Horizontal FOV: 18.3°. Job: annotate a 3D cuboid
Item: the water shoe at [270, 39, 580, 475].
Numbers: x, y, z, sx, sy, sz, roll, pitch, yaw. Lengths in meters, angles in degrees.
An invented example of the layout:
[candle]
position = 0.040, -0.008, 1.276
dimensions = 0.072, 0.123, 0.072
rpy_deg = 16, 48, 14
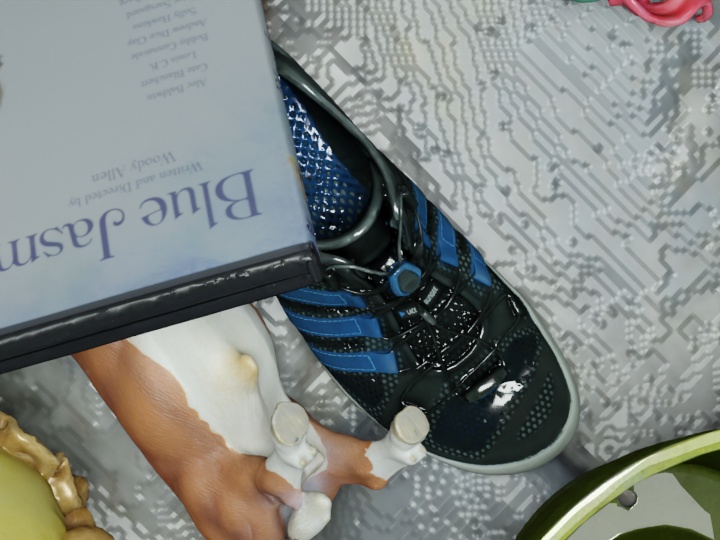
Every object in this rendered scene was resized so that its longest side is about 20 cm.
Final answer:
[water shoe]
position = 0.000, 0.000, 0.781
dimensions = 0.072, 0.079, 0.200
rpy_deg = -45, 95, 0

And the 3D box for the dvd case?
[dvd case]
position = -0.097, -0.055, 0.730
dimensions = 0.142, 0.018, 0.201
rpy_deg = -16, 50, 2

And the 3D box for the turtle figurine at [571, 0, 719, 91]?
[turtle figurine]
position = 0.099, -0.165, 0.771
dimensions = 0.149, 0.101, 0.201
rpy_deg = 21, 78, -14

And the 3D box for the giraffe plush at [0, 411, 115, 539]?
[giraffe plush]
position = -0.172, 0.093, 0.738
dimensions = 0.162, 0.173, 0.200
rpy_deg = 14, 129, -26

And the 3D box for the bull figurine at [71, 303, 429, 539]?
[bull figurine]
position = -0.067, 0.017, 0.770
dimensions = 0.200, 0.121, 0.065
rpy_deg = 51, 57, -12

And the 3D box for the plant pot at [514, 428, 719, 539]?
[plant pot]
position = 0.117, 0.137, 0.741
dimensions = 0.199, 0.193, 0.201
rpy_deg = 0, 93, -5
